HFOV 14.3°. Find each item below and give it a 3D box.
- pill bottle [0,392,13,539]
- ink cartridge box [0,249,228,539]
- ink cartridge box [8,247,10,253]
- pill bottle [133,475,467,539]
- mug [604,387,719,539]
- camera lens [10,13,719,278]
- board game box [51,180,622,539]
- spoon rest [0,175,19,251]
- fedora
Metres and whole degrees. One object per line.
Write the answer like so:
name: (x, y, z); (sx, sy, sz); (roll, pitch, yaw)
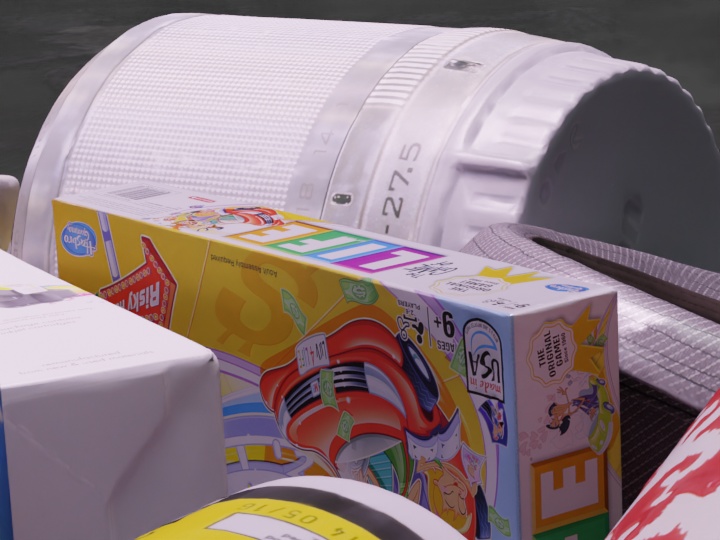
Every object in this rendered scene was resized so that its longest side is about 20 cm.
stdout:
pill bottle: (-0.130, 0.058, 0.621); (0.112, 0.201, 0.112); (-3, 14, 1)
ink cartridge box: (-0.105, 0.062, 0.787); (0.068, 0.116, 0.200); (-9, 14, -26)
ink cartridge box: (-0.237, 0.004, 1.213); (0.197, 0.044, 0.200); (0, 9, 14)
pill bottle: (-0.053, 0.117, 0.544); (0.112, 0.113, 0.200); (6, 15, 33)
mug: (0.114, 0.090, 0.546); (0.177, 0.134, 0.200); (19, 37, 27)
camera lens: (0.000, 0.000, 0.930); (0.199, 0.161, 0.160); (6, 16, 34)
board game box: (-0.010, 0.057, 0.747); (0.034, 0.135, 0.200); (-13, 16, -35)
spoon rest: (-0.219, -0.004, 0.998); (0.199, 0.061, 0.099); (0, 1, 9)
fedora: (0.099, 0.055, 0.770); (0.177, 0.091, 0.200); (25, 7, 27)
